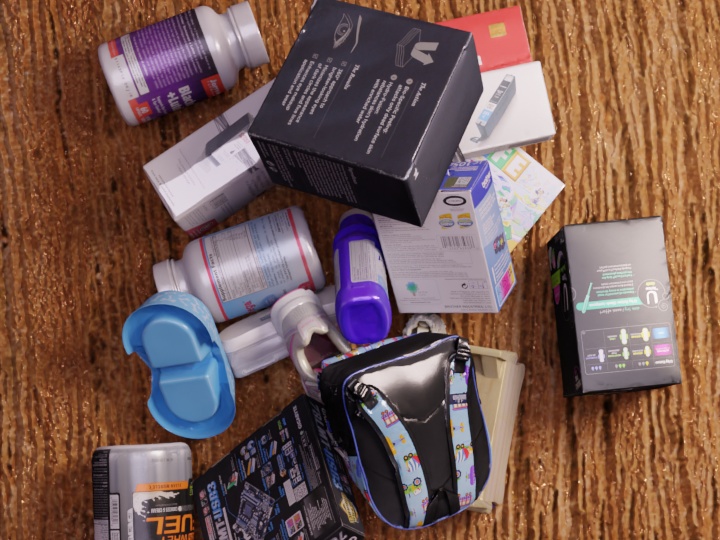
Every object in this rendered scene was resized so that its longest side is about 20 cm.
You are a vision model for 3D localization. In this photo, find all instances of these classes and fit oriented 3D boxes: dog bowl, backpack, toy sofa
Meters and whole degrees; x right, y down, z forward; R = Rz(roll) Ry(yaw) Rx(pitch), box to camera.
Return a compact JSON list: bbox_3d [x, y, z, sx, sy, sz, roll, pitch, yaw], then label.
[{"bbox_3d":[-0.215,0.111,1.604,0.111,0.050,0.201,-8,121,14],"label":"dog bowl"},{"bbox_3d":[0.055,0.186,1.516,0.182,0.134,0.201,-19,100,-23],"label":"backpack"},{"bbox_3d":[0.137,0.193,1.627,0.082,0.097,0.202,7,83,27],"label":"toy sofa"}]

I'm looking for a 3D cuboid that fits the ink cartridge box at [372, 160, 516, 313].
[{"bbox_3d":[0.095,-0.051,1.559,0.136,0.076,0.201,-1,123,27],"label":"ink cartridge box"}]

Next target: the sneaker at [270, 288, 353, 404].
[{"bbox_3d":[-0.040,0.121,1.597,0.081,0.088,0.201,-34,119,-1],"label":"sneaker"}]

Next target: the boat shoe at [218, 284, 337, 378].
[{"bbox_3d":[-0.078,0.077,1.649,0.199,0.072,0.069,-24,111,-13],"label":"boat shoe"}]

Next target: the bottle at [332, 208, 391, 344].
[{"bbox_3d":[0.000,0.000,1.599,0.065,0.201,0.084,-8,126,3],"label":"bottle"}]

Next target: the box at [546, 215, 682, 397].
[{"bbox_3d":[0.305,0.048,1.598,0.123,0.149,0.202,-6,83,0],"label":"box"}]

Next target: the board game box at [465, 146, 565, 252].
[{"bbox_3d":[0.134,-0.115,1.635,0.200,0.034,0.135,39,85,5],"label":"board game box"}]

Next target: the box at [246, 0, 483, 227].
[{"bbox_3d":[0.010,-0.180,1.485,0.199,0.118,0.198,18,68,20],"label":"box"}]

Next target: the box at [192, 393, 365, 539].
[{"bbox_3d":[-0.101,0.279,1.545,0.198,0.050,0.201,-41,43,19],"label":"box"}]

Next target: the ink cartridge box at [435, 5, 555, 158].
[{"bbox_3d":[0.122,-0.227,1.609,0.198,0.045,0.178,-12,84,-1],"label":"ink cartridge box"}]

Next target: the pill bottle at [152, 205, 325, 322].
[{"bbox_3d":[-0.151,0.000,1.636,0.199,0.109,0.109,-19,83,-1],"label":"pill bottle"}]

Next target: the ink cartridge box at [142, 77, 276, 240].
[{"bbox_3d":[-0.156,-0.136,1.634,0.199,0.146,0.085,-33,82,-3],"label":"ink cartridge box"}]

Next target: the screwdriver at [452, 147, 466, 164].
[{"bbox_3d":[0.070,-0.201,1.571,0.029,0.028,0.201,-31,87,-31],"label":"screwdriver"}]

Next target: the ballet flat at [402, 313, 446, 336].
[{"bbox_3d":[0.060,0.145,1.635,0.071,0.072,0.202,11,84,3],"label":"ballet flat"}]

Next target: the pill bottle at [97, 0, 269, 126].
[{"bbox_3d":[-0.221,-0.268,1.670,0.199,0.111,0.112,-21,83,-1],"label":"pill bottle"}]

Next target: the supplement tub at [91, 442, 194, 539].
[{"bbox_3d":[-0.262,0.311,1.592,0.121,0.123,0.202,-3,83,1],"label":"supplement tub"}]
